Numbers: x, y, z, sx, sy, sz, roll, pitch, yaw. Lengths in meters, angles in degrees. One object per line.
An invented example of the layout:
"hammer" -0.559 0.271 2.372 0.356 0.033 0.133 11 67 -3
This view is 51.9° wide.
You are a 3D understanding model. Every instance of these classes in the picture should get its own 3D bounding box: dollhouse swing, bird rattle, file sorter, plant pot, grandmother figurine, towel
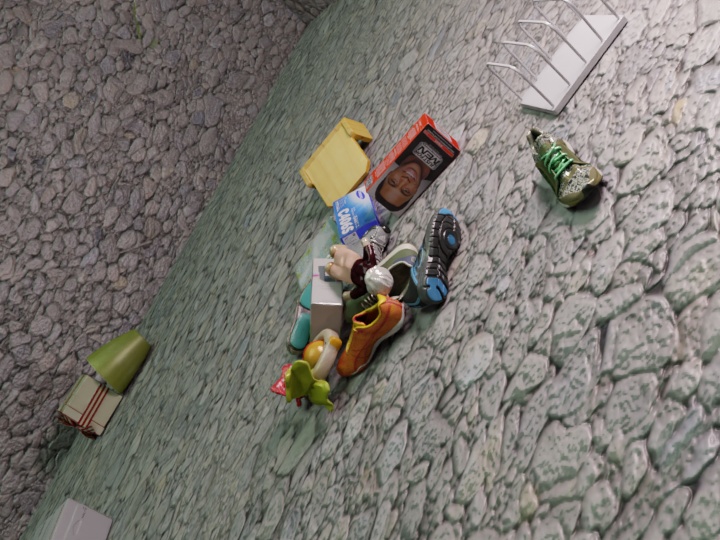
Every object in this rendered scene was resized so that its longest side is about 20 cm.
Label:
"dollhouse swing" -0.037 -0.280 2.035 0.200 0.177 0.181 -46 -17 20
"bird rattle" -0.087 0.192 1.423 0.165 0.111 0.200 -60 7 -6
"file sorter" 0.344 -0.407 1.327 0.201 0.124 0.139 -53 23 5
"plant pot" -0.894 0.326 2.791 0.200 0.188 0.186 -45 20 -15
"grandmother figurine" 0.000 0.000 1.397 0.199 0.059 0.124 30 115 58
"towel" -0.094 -0.030 1.797 0.172 0.048 0.201 -51 23 11

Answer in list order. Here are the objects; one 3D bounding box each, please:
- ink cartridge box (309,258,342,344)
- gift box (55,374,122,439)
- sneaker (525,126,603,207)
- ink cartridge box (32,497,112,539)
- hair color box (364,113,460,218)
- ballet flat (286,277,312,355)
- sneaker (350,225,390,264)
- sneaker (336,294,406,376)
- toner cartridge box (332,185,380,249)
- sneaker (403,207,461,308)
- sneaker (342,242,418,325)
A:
"ink cartridge box" -0.071 0.056 1.541 0.202 0.066 0.119 -92 5 -56
"gift box" -1.019 0.506 2.756 0.189 0.183 0.199 -61 17 -20
"sneaker" 0.299 -0.165 1.136 0.077 0.088 0.201 -48 24 15
"ink cartridge box" -0.811 0.762 2.038 0.200 0.145 0.148 -42 25 28
"hair color box" 0.108 -0.222 1.580 0.200 0.101 0.062 -47 24 22
"ballet flat" -0.122 0.099 1.668 0.203 0.067 0.075 -69 10 -23
"sneaker" 0.026 -0.041 1.540 0.116 0.075 0.200 -51 22 3
"sneaker" 0.005 0.116 1.357 0.201 0.076 0.074 -54 21 29
"toner cartridge box" -0.009 -0.122 1.714 0.093 0.044 0.201 -26 28 6
"sneaker" 0.123 -0.025 1.321 0.081 0.073 0.203 -26 36 49
"sneaker" 0.039 0.038 1.408 0.200 0.067 0.090 -47 19 14
